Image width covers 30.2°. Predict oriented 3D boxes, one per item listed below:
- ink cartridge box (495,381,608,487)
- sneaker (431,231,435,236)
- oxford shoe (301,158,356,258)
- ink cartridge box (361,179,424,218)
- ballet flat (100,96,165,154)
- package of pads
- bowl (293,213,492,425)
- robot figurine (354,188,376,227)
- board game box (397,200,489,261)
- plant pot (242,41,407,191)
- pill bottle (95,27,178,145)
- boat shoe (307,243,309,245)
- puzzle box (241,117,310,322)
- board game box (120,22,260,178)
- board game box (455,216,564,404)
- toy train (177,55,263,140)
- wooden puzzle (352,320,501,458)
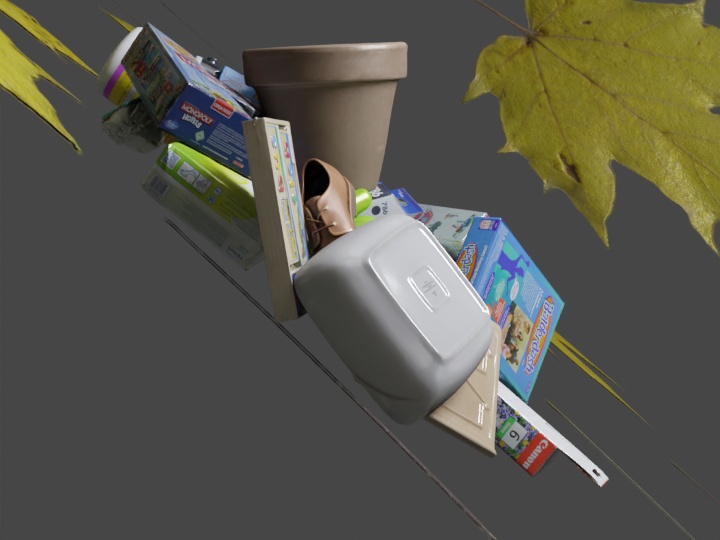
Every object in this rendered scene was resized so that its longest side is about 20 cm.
[{"bbox_3d":[0.200,0.201,1.583,0.200,0.051,0.109,42,7,15],"label":"ink cartridge box"},{"bbox_3d":[0.085,0.025,1.667,0.094,0.080,0.202,-3,61,-22],"label":"sneaker"},{"bbox_3d":[-0.036,-0.039,1.441,0.071,0.071,0.202,47,21,-46],"label":"oxford shoe"},{"bbox_3d":[-0.023,-0.086,1.761,0.100,0.197,0.040,-131,-151,-62],"label":"ink cartridge box"},{"bbox_3d":[-0.257,-0.172,1.576,0.071,0.072,0.200,37,8,-7],"label":"ballet flat"},{"bbox_3d":[-0.152,-0.079,1.492,0.154,0.068,0.200,38,11,-2],"label":"package of pads"},{"bbox_3d":[0.049,0.035,1.354,0.201,0.074,0.200,53,34,2],"label":"bowl"},{"bbox_3d":[0.000,0.000,1.562,0.200,0.114,0.178,-96,164,-80],"label":"robot figurine"},{"bbox_3d":[0.130,-0.020,1.890,0.199,0.064,0.148,10,-36,52],"label":"board game box"},{"bbox_3d":[-0.037,-0.182,1.602,0.197,0.178,0.200,-4,10,1],"label":"plant pot"},{"bbox_3d":[-0.244,-0.221,1.764,0.199,0.105,0.104,38,7,-5],"label":"pill bottle"},{"bbox_3d":[-0.126,-0.075,1.627,0.199,0.062,0.075,39,6,-7],"label":"boat shoe"},{"bbox_3d":[-0.080,-0.054,1.368,0.133,0.025,0.203,-32,113,-81],"label":"puzzle box"},{"bbox_3d":[-0.183,-0.194,1.520,0.199,0.062,0.200,27,16,-47],"label":"board game box"},{"bbox_3d":[0.176,0.052,1.675,0.045,0.154,0.200,5,-30,39],"label":"board game box"},{"bbox_3d":[-0.155,-0.196,1.690,0.198,0.115,0.087,28,-35,-12],"label":"toy train"},{"bbox_3d":[0.069,0.092,1.428,0.184,0.046,0.202,31,39,-22],"label":"wooden puzzle"}]
